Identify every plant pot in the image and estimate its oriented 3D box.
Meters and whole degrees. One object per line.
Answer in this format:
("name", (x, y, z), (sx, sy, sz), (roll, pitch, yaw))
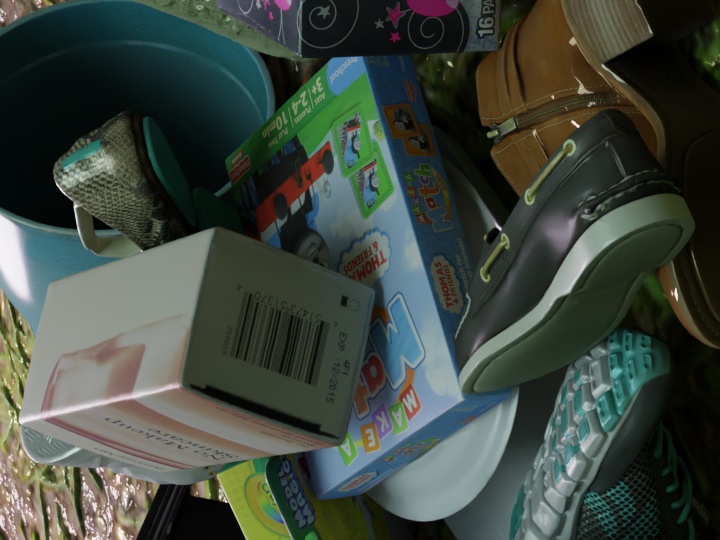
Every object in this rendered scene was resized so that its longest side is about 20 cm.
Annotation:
("plant pot", (-0.146, -0.034, 1.499), (0.200, 0.199, 0.189), (49, 156, 35))

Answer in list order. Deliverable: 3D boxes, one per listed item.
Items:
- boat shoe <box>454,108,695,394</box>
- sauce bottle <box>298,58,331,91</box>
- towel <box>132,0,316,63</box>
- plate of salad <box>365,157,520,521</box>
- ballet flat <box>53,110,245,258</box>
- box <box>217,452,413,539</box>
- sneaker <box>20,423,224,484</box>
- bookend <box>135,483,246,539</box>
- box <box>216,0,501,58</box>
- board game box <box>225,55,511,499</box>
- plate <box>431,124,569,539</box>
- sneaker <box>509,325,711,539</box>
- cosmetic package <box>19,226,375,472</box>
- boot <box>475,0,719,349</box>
("boat shoe", (0.089, -0.004, 1.109), (0.061, 0.071, 0.201), (68, 152, 18))
("sauce bottle", (-0.020, -0.029, 1.402), (0.066, 0.066, 0.201), (47, 137, 37))
("towel", (-0.093, -0.199, 1.369), (0.199, 0.037, 0.149), (22, 135, -1))
("plate of salad", (0.032, 0.033, 1.304), (0.199, 0.048, 0.202), (6, 98, 55))
("ballet flat", (-0.109, -0.021, 1.327), (0.200, 0.075, 0.068), (48, -156, -56))
("box", (-0.023, 0.140, 1.366), (0.118, 0.048, 0.200), (65, -170, -4))
("sneaker", (-0.096, 0.077, 1.469), (0.199, 0.115, 0.074), (-18, 67, 32))
("bookend", (-0.050, 0.225, 1.509), (0.198, 0.199, 0.093), (11, 122, 7))
("box", (0.000, -0.217, 1.207), (0.132, 0.114, 0.202), (-143, 51, -62))
("board game box", (0.000, 0.000, 1.274), (0.151, 0.036, 0.202), (-39, 63, 50))
("plate", (0.070, 0.053, 1.327), (0.200, 0.032, 0.201), (53, 142, 30))
("sneaker", (0.134, 0.103, 1.203), (0.201, 0.090, 0.078), (107, 172, -49))
("cosmetic package", (-0.090, 0.047, 1.274), (0.200, 0.103, 0.088), (-16, 58, 59))
("boot", (0.120, -0.045, 1.164), (0.155, 0.076, 0.202), (-31, 76, 57))
